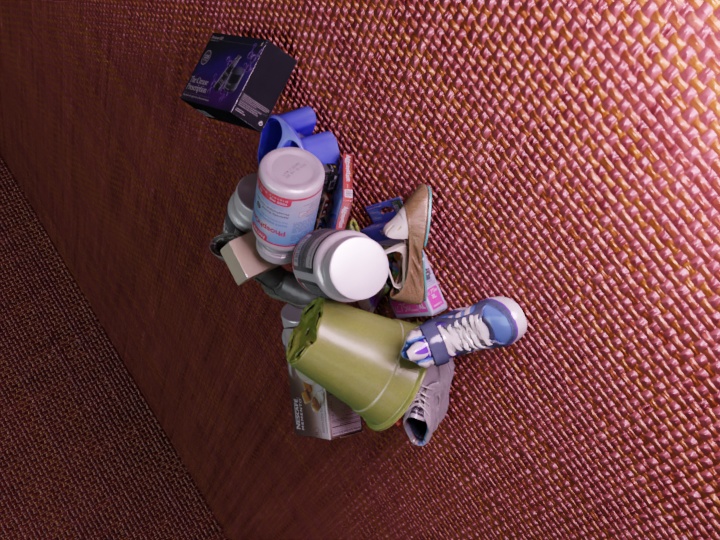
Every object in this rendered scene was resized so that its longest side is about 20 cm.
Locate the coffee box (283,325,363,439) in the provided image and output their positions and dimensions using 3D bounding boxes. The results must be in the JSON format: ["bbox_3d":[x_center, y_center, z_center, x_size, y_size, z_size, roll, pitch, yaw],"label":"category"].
[{"bbox_3d":[-0.069,0.200,1.720,0.114,0.079,0.201,-3,93,51],"label":"coffee box"}]

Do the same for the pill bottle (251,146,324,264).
[{"bbox_3d":[-0.127,-0.104,1.587,0.109,0.108,0.200,49,147,25],"label":"pill bottle"}]

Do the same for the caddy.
[{"bbox_3d":[-0.121,-0.194,1.664,0.142,0.105,0.200,51,150,20],"label":"caddy"}]

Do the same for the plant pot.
[{"bbox_3d":[-0.015,0.138,1.561,0.189,0.201,0.200,27,160,-20],"label":"plant pot"}]

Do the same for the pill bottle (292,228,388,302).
[{"bbox_3d":[-0.032,-0.009,1.502,0.114,0.113,0.200,69,164,-11],"label":"pill bottle"}]

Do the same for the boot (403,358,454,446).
[{"bbox_3d":[0.114,0.215,1.609,0.073,0.096,0.201,11,134,21],"label":"boot"}]

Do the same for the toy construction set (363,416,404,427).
[{"bbox_3d":[0.000,0.237,1.813,0.200,0.092,0.131,39,174,28],"label":"toy construction set"}]

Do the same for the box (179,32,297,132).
[{"bbox_3d":[-0.219,-0.336,1.663,0.079,0.142,0.200,32,174,-39],"label":"box"}]

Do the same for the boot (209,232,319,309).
[{"bbox_3d":[-0.173,-0.003,1.830,0.181,0.073,0.200,3,149,32],"label":"boot"}]

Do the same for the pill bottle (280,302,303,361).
[{"bbox_3d":[-0.099,0.162,1.927,0.113,0.113,0.201,28,137,47],"label":"pill bottle"}]

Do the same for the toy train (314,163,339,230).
[{"bbox_3d":[-0.071,-0.118,1.647,0.034,0.046,0.200,61,152,26],"label":"toy train"}]

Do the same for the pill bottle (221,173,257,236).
[{"bbox_3d":[-0.213,-0.100,1.880,0.113,0.113,0.200,54,150,17],"label":"pill bottle"}]

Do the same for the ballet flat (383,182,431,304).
[{"bbox_3d":[0.071,-0.038,1.468,0.068,0.072,0.201,-108,17,-63],"label":"ballet flat"}]

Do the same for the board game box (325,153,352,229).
[{"bbox_3d":[-0.039,-0.100,1.643,0.200,0.019,0.103,109,165,-54],"label":"board game box"}]

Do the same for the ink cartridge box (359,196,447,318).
[{"bbox_3d":[0.064,-0.018,1.575,0.119,0.042,0.201,-9,104,61],"label":"ink cartridge box"}]

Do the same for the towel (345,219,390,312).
[{"bbox_3d":[0.000,0.000,1.669,0.144,0.023,0.200,62,165,12],"label":"towel"}]

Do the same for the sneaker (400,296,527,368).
[{"bbox_3d":[0.145,0.106,1.427,0.200,0.146,0.081,-13,103,62],"label":"sneaker"}]

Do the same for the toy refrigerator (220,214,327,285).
[{"bbox_3d":[-0.153,-0.051,1.741,0.076,0.199,0.070,62,153,1],"label":"toy refrigerator"}]
